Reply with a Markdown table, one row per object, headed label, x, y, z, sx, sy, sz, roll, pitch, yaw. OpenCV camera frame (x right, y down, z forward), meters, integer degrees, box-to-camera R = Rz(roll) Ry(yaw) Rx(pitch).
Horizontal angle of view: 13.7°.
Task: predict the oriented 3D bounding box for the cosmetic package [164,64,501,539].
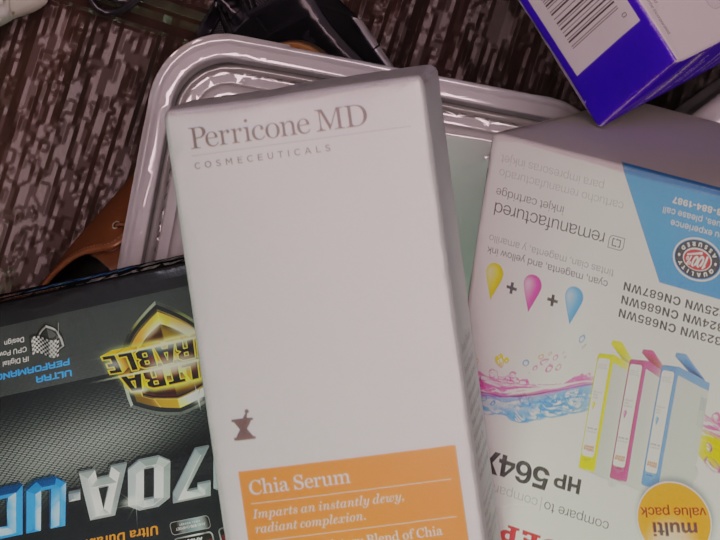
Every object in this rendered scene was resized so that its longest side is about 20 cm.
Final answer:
| label | x | y | z | sx | sy | sz | roll | pitch | yaw |
| --- | --- | --- | --- | --- | --- | --- | --- | --- | --- |
| cosmetic package | -0.008 | 0.029 | 1.137 | 0.101 | 0.071 | 0.201 | -8 | 96 | 6 |

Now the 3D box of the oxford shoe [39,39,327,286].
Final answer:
| label | x | y | z | sx | sy | sz | roll | pitch | yaw |
| --- | --- | --- | --- | --- | --- | --- | --- | --- | --- |
| oxford shoe | -0.080 | -0.017 | 1.297 | 0.071 | 0.071 | 0.200 | 42 | 100 | 10 |

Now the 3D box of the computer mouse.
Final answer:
| label | x | y | z | sx | sy | sz | roll | pitch | yaw |
| --- | --- | --- | --- | --- | --- | --- | --- | --- | --- |
| computer mouse | -0.013 | -0.112 | 1.324 | 0.200 | 0.046 | 0.141 | 45 | 107 | 6 |

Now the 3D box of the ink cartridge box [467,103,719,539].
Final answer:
| label | x | y | z | sx | sy | sz | roll | pitch | yaw |
| --- | --- | --- | --- | --- | --- | --- | --- | --- | --- |
| ink cartridge box | 0.120 | 0.048 | 1.198 | 0.128 | 0.125 | 0.201 | 16 | 106 | 28 |

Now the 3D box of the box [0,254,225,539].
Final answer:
| label | x | y | z | sx | sy | sz | roll | pitch | yaw |
| --- | --- | --- | --- | --- | --- | --- | --- | --- | --- |
| box | -0.111 | 0.084 | 1.223 | 0.199 | 0.046 | 0.160 | -12 | 96 | 13 |

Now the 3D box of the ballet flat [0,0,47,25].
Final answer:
| label | x | y | z | sx | sy | sz | roll | pitch | yaw |
| --- | --- | --- | --- | --- | --- | --- | --- | --- | --- |
| ballet flat | -0.148 | -0.154 | 1.319 | 0.072 | 0.072 | 0.200 | 37 | 91 | -2 |

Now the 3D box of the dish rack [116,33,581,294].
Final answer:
| label | x | y | z | sx | sy | sz | roll | pitch | yaw |
| --- | --- | --- | --- | --- | --- | --- | --- | --- | --- |
| dish rack | 0.000 | 0.000 | 1.256 | 0.199 | 0.044 | 0.173 | 10 | 99 | -9 |

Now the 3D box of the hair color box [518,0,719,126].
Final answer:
| label | x | y | z | sx | sy | sz | roll | pitch | yaw |
| --- | --- | --- | --- | --- | --- | --- | --- | --- | --- |
| hair color box | 0.147 | -0.148 | 1.224 | 0.199 | 0.065 | 0.110 | -27 | 82 | -36 |

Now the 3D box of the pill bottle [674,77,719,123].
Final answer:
| label | x | y | z | sx | sy | sz | roll | pitch | yaw |
| --- | --- | --- | --- | --- | --- | --- | --- | --- | --- |
| pill bottle | 0.201 | 0.010 | 1.306 | 0.116 | 0.116 | 0.200 | -37 | 92 | -1 |
